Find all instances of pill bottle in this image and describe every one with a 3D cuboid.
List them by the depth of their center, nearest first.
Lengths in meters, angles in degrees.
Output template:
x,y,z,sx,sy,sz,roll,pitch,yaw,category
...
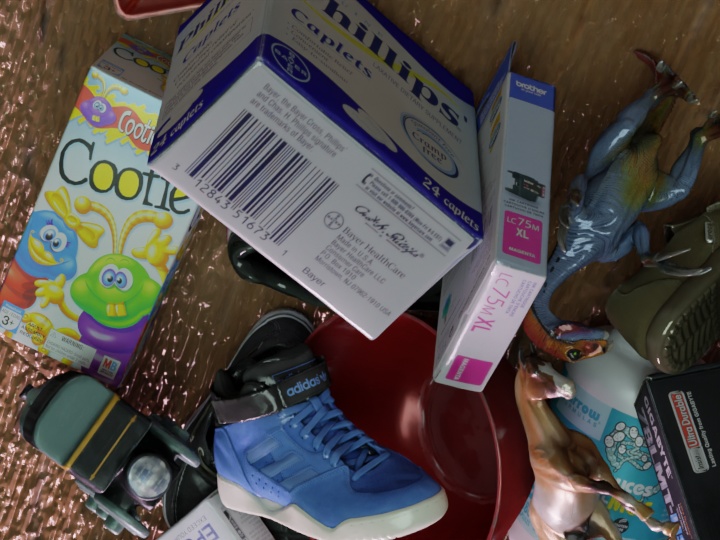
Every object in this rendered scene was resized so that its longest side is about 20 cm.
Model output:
x,y,z,sx,sy,sz,roll,pitch,yaw,category
0.181,0.116,1.267,0.110,0.111,0.202,17,109,0,pill bottle

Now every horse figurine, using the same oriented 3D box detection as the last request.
x,y,z,sx,sy,sz,roll,pitch,yaw,category
0.147,0.152,1.166,0.050,0.132,0.201,-39,143,-19,horse figurine

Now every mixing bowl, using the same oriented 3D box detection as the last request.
x,y,z,sx,sy,sz,roll,pitch,yaw,category
0.050,0.116,1.257,0.199,0.108,0.202,9,103,41,mixing bowl

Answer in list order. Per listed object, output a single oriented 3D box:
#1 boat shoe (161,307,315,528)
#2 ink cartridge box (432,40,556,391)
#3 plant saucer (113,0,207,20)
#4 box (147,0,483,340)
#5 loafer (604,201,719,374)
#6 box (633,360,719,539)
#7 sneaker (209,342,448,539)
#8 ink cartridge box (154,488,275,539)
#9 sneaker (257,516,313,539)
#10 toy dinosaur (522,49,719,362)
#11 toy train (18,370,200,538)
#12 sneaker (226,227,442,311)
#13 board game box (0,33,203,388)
x,y,z,sx,sy,sz,roll,pitch,yaw,category
-0.090,0.122,1.321,0.070,0.066,0.201,32,108,-5,boat shoe
0.087,-0.037,1.168,0.042,0.201,0.120,14,138,-10,ink cartridge box
-0.083,-0.281,1.203,0.198,0.037,0.202,-8,107,9,plant saucer
-0.023,-0.090,1.153,0.183,0.201,0.105,38,115,-21,box
0.232,-0.012,1.199,0.067,0.200,0.077,27,136,32,loafer
0.294,0.145,1.148,0.196,0.202,0.050,-8,151,-10,box
-0.029,0.108,1.203,0.199,0.076,0.112,7,110,48,sneaker
-0.100,0.282,1.331,0.199,0.041,0.201,-41,85,37,ink cartridge box
-0.042,0.235,1.349,0.075,0.079,0.202,4,112,29,sneaker
0.167,-0.032,1.162,0.105,0.200,0.182,40,102,-8,toy dinosaur
-0.182,0.118,1.267,0.114,0.200,0.085,40,80,-13,toy train
0.000,0.000,1.261,0.198,0.086,0.081,3,110,4,sneaker
-0.165,-0.042,1.255,0.104,0.103,0.201,24,109,-3,board game box
